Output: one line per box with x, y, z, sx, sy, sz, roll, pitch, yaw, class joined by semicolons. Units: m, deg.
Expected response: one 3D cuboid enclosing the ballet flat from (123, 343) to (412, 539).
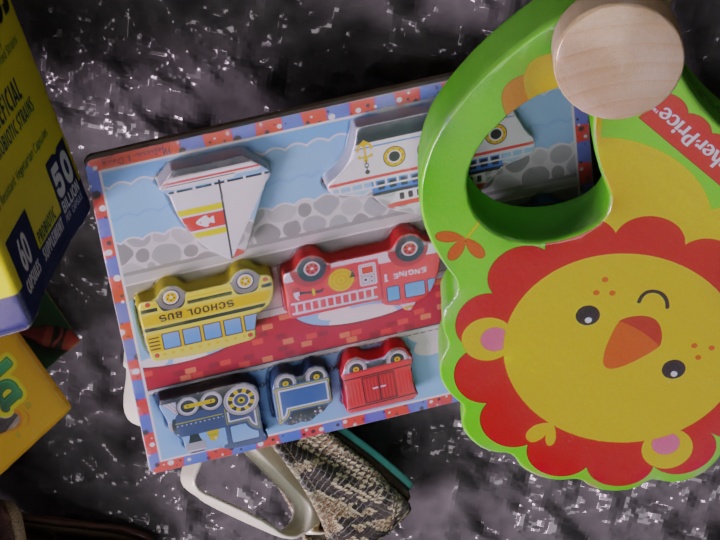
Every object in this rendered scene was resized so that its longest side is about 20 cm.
-0.055;0.060;0.937;0.075;0.068;0.200;-45;118;-11;ballet flat

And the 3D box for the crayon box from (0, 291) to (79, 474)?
-0.208;0.051;0.893;0.051;0.200;0.127;13;142;54;crayon box

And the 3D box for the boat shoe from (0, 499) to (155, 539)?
-0.177;0.129;0.988;0.199;0.072;0.072;18;122;-40;boat shoe

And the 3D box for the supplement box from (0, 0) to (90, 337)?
-0.186;-0.076;0.763;0.109;0.109;0.201;-15;112;12;supplement box

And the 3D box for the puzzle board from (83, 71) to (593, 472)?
0.000;0.000;0.875;0.199;0.017;0.151;-13;124;-7;puzzle board

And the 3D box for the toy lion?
0.098;-0.005;0.852;0.200;0.069;0.192;37;117;-23;toy lion
